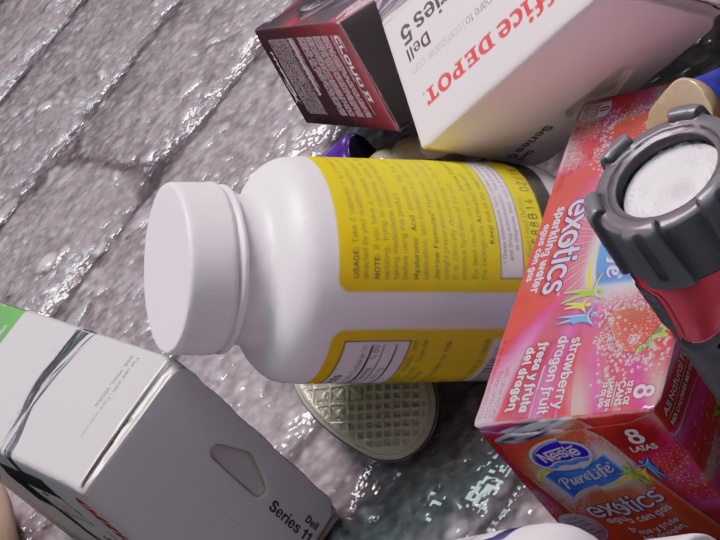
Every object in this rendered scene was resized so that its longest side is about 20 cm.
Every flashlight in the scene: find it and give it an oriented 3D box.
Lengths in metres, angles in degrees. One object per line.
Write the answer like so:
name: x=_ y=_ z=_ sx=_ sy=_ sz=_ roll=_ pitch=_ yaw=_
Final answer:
flashlight: x=0.160 y=0.026 z=0.668 sx=0.067 sy=0.200 sz=0.068 roll=-11 pitch=44 yaw=39

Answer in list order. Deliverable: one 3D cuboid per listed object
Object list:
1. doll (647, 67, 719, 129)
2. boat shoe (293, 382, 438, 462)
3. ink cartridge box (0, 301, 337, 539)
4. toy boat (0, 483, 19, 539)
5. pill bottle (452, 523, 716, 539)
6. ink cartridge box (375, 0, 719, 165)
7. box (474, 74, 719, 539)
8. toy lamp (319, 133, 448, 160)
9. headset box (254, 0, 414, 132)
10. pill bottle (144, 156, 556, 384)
doll: x=0.226 y=-0.065 z=0.772 sx=0.199 sy=0.137 sz=0.048 roll=-18 pitch=-15 yaw=-30
boat shoe: x=-0.014 y=0.037 z=0.965 sx=0.075 sy=0.062 sz=0.200 roll=-44 pitch=49 yaw=0
ink cartridge box: x=-0.129 y=0.101 z=0.929 sx=0.200 sy=0.147 sz=0.083 roll=11 pitch=61 yaw=52
toy boat: x=-0.276 y=0.192 z=1.026 sx=0.131 sy=0.130 sz=0.200 roll=-63 pitch=27 yaw=21
pill bottle: x=0.054 y=0.166 z=0.693 sx=0.199 sy=0.120 sz=0.120 roll=-17 pitch=41 yaw=34
ink cartridge box: x=0.076 y=-0.176 z=0.871 sx=0.145 sy=0.084 sz=0.201 roll=-40 pitch=57 yaw=41
box: x=0.139 y=0.017 z=0.793 sx=0.095 sy=0.100 sz=0.201 roll=-10 pitch=44 yaw=39
toy lamp: x=0.049 y=-0.079 z=1.033 sx=0.199 sy=0.058 sz=0.058 roll=-26 pitch=36 yaw=24
headset box: x=0.038 y=-0.154 z=1.042 sx=0.148 sy=0.077 sz=0.200 roll=-34 pitch=15 yaw=-12
pill bottle: x=0.000 y=0.000 z=0.850 sx=0.111 sy=0.199 sz=0.112 roll=-179 pitch=90 yaw=-67
